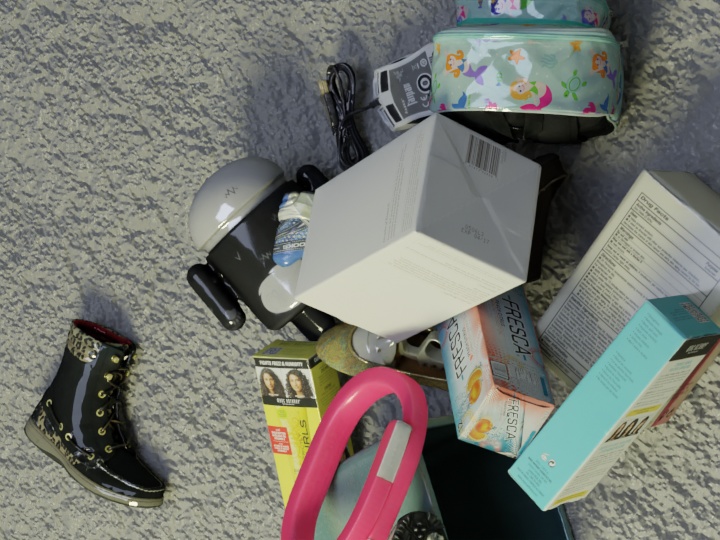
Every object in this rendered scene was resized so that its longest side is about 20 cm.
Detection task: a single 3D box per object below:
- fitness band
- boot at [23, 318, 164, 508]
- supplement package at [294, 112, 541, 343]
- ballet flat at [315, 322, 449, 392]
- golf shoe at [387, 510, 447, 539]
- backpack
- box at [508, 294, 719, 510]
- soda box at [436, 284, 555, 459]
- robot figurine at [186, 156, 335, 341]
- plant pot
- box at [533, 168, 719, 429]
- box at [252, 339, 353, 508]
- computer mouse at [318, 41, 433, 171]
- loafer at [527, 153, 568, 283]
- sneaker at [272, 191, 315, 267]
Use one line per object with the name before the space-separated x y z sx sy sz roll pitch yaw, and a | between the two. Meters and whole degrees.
fitness band | -0.006 0.181 1.494 0.143 0.037 0.201 2 66 62
boot | -0.283 0.161 1.903 0.203 0.073 0.154 30 105 29
supplement package | 0.048 -0.033 1.498 0.200 0.121 0.120 -28 45 52
ballet flat | 0.054 0.077 1.633 0.199 0.071 0.071 14 100 10
golf shoe | 0.031 0.305 1.462 0.088 0.077 0.201 7 94 59
backpack | 0.147 -0.181 1.499 0.176 0.200 0.152 4 97 13
box | 0.213 0.111 1.420 0.049 0.082 0.200 46 115 23
soda box | 0.115 0.072 1.496 0.069 0.063 0.200 -59 20 30
robot figurine | -0.085 -0.021 1.713 0.200 0.150 0.125 48 128 -1
plant pot | 0.060 0.253 1.601 0.199 0.196 0.197 -24 78 38
box | 0.262 0.026 1.497 0.128 0.109 0.200 44 114 25
box | -0.051 0.172 1.720 0.075 0.050 0.201 2 111 33
computer mouse | 0.049 -0.175 1.680 0.199 0.044 0.110 -16 89 35
loafer | 0.149 -0.020 1.605 0.071 0.073 0.201 37 118 20
sneaker | 0.000 0.000 1.642 0.086 0.199 0.077 -69 17 -13
